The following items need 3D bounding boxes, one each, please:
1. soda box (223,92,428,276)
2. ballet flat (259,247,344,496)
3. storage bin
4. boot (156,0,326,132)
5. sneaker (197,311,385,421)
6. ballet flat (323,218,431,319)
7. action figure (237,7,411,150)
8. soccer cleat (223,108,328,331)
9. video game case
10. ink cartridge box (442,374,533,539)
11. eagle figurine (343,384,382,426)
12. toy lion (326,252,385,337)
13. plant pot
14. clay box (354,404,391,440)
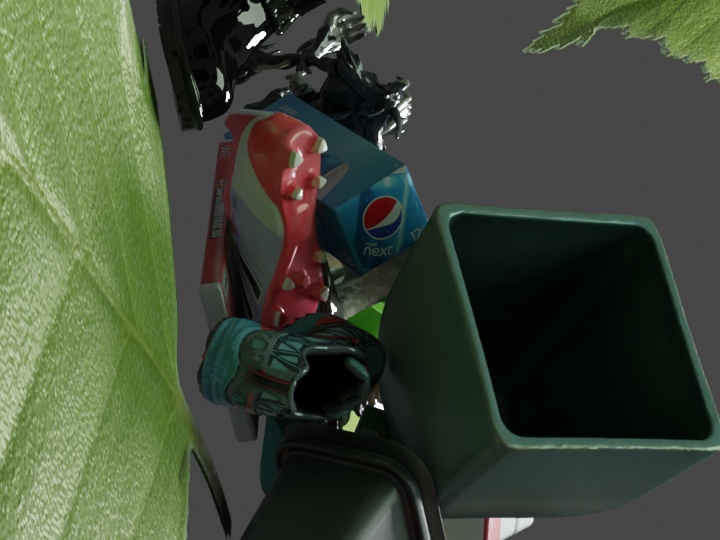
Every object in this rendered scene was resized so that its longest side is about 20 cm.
[{"bbox_3d":[-0.028,-0.068,1.708,0.200,0.068,0.064,35,-27,56],"label":"soda box"},{"bbox_3d":[-0.038,0.080,1.701,0.064,0.067,0.201,10,84,-45],"label":"ballet flat"},{"bbox_3d":[-0.029,0.229,1.602,0.134,0.145,0.201,-51,142,-42],"label":"storage bin"},{"bbox_3d":[-0.059,-0.186,1.567,0.212,0.157,0.080,-91,171,-46],"label":"boot"},{"bbox_3d":[-0.028,0.081,1.581,0.200,0.095,0.080,-2,108,-58],"label":"sneaker"},{"bbox_3d":[0.000,0.000,1.720,0.072,0.200,0.072,30,45,-35],"label":"ballet flat"},{"bbox_3d":[-0.016,-0.152,1.817,0.102,0.199,0.119,-39,122,-28],"label":"action figure"},{"bbox_3d":[-0.068,-0.022,1.627,0.067,0.076,0.201,-27,131,-44],"label":"soccer cleat"},{"bbox_3d":[-0.093,0.013,1.693,0.200,0.017,0.144,-89,170,-55],"label":"video game case"},{"bbox_3d":[0.092,0.150,1.880,0.200,0.083,0.146,4,88,-76],"label":"ink cartridge box"},{"bbox_3d":[0.014,0.098,1.975,0.200,0.150,0.152,77,11,-57],"label":"eagle figurine"},{"bbox_3d":[0.003,-0.011,1.898,0.191,0.069,0.200,38,23,-30],"label":"toy lion"},{"bbox_3d":[0.114,0.090,1.653,0.200,0.195,0.197,-50,-134,47],"label":"plant pot"},{"bbox_3d":[-0.010,0.206,1.779,0.200,0.047,0.115,112,-4,-55],"label":"clay box"}]
